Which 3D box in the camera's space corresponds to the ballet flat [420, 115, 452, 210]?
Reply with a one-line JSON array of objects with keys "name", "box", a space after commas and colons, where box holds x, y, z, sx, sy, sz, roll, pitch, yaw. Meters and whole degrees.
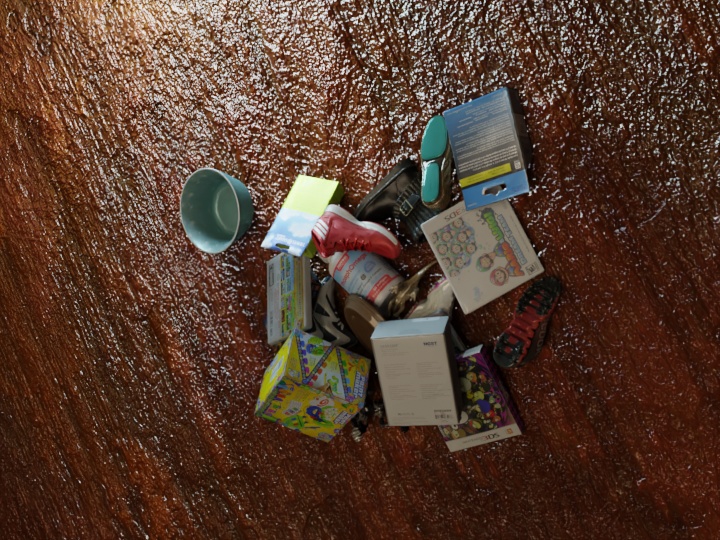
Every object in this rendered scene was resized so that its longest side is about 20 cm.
[{"name": "ballet flat", "box": [0.158, -0.214, 1.557, 0.069, 0.065, 0.206, -3, 69, 33]}]

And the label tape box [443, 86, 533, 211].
[{"name": "label tape box", "box": [0.256, -0.234, 1.492, 0.141, 0.063, 0.206, -14, 87, 33]}]

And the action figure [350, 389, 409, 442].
[{"name": "action figure", "box": [0.015, 0.320, 1.731, 0.195, 0.101, 0.123, -6, 89, 31]}]

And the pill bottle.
[{"name": "pill bottle", "box": [0.000, 0.000, 1.678, 0.199, 0.108, 0.110, 42, 118, 19]}]

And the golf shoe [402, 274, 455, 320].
[{"name": "golf shoe", "box": [0.172, 0.074, 1.612, 0.091, 0.075, 0.201, 44, 125, 6]}]

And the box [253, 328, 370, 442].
[{"name": "box", "box": [-0.107, 0.260, 1.685, 0.189, 0.124, 0.201, 24, 138, -14]}]

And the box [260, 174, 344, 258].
[{"name": "box", "box": [-0.128, -0.115, 1.708, 0.119, 0.048, 0.203, 12, 65, 30]}]

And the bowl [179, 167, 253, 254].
[{"name": "bowl", "box": [-0.339, -0.150, 1.871, 0.196, 0.104, 0.207, 6, 101, 31]}]

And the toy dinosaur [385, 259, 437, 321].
[{"name": "toy dinosaur", "box": [0.101, 0.039, 1.616, 0.058, 0.101, 0.202, 38, 110, 6]}]

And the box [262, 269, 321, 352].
[{"name": "box", "box": [-0.166, 0.077, 1.805, 0.137, 0.037, 0.204, 52, 126, 48]}]

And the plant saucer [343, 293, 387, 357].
[{"name": "plant saucer", "box": [0.028, 0.138, 1.658, 0.200, 0.029, 0.201, 45, 160, 20]}]

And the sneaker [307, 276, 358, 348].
[{"name": "sneaker", "box": [-0.057, 0.126, 1.765, 0.079, 0.126, 0.204, 138, 147, -65]}]

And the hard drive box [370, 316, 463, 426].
[{"name": "hard drive box", "box": [0.117, 0.206, 1.539, 0.151, 0.077, 0.205, -5, 111, 18]}]

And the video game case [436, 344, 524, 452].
[{"name": "video game case", "box": [0.222, 0.272, 1.598, 0.178, 0.036, 0.203, -22, 102, 32]}]

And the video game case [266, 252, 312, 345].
[{"name": "video game case", "box": [-0.165, 0.053, 1.755, 0.181, 0.022, 0.206, -27, 61, 52]}]

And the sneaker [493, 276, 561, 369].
[{"name": "sneaker", "box": [0.337, 0.107, 1.507, 0.070, 0.097, 0.204, 31, 91, 36]}]

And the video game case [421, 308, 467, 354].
[{"name": "video game case", "box": [0.168, 0.193, 1.621, 0.141, 0.018, 0.202, -27, 102, 34]}]

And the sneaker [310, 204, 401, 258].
[{"name": "sneaker", "box": [-0.018, -0.050, 1.606, 0.196, 0.116, 0.079, 25, 146, 22]}]

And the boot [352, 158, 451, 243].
[{"name": "boot", "box": [0.083, -0.113, 1.623, 0.211, 0.079, 0.159, -45, 75, 30]}]

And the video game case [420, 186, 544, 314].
[{"name": "video game case", "box": [0.242, -0.045, 1.521, 0.179, 0.024, 0.204, -28, 84, 5]}]
